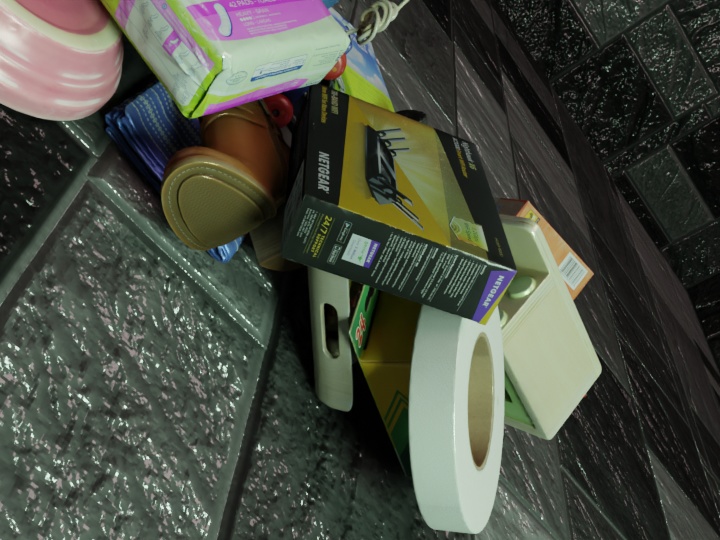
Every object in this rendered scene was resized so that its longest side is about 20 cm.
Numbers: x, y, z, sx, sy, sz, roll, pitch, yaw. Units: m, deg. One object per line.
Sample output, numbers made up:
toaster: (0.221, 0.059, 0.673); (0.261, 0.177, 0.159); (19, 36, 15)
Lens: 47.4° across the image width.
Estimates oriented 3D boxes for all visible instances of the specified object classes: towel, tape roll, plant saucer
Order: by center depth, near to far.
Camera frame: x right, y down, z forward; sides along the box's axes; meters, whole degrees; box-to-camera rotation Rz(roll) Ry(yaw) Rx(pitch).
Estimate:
plant saucer: (-0.238, -0.203, 0.567); (0.200, 0.050, 0.202); (43, 30, -32)
tape roll: (0.082, 0.104, 0.657); (0.202, 0.036, 0.207); (-1, 90, -71)
towel: (-0.128, -0.106, 0.703); (0.145, 0.024, 0.201); (53, 25, -18)

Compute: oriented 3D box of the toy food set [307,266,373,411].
toy food set: (0.000, 0.000, 0.702); (0.201, 0.059, 0.146); (-72, 163, -60)

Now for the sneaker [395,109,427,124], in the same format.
sneaker: (0.032, -0.119, 0.964); (0.199, 0.060, 0.106); (-33, 134, -37)

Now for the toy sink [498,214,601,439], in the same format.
toy sink: (0.136, 0.055, 0.834); (0.112, 0.129, 0.202); (-44, 122, -23)

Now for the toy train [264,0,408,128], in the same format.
toy train: (-0.056, -0.240, 0.776); (0.116, 0.199, 0.085); (44, 17, -25)

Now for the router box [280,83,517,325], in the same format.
router box: (0.024, -0.059, 0.623); (0.155, 0.053, 0.201); (18, 31, -14)

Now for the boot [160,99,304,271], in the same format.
boot: (-0.105, -0.093, 0.630); (0.200, 0.073, 0.157); (41, 29, -67)

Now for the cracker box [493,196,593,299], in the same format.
cracker box: (0.192, -0.033, 1.063); (0.134, 0.058, 0.200); (43, -7, -20)

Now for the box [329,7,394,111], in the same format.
box: (-0.007, -0.232, 1.045); (0.121, 0.047, 0.203); (26, 41, -52)

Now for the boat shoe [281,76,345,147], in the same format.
boat shoe: (-0.056, -0.210, 0.910); (0.075, 0.061, 0.202); (44, 29, -29)

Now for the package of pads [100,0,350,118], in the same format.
package of pads: (-0.120, -0.217, 0.604); (0.201, 0.068, 0.154); (54, 41, 6)

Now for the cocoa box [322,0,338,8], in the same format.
cocoa box: (-0.025, -0.383, 0.831); (0.131, 0.198, 0.135); (41, 21, -47)

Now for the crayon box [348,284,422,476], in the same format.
crayon box: (0.049, 0.069, 0.694); (0.202, 0.050, 0.128); (69, 28, -44)
